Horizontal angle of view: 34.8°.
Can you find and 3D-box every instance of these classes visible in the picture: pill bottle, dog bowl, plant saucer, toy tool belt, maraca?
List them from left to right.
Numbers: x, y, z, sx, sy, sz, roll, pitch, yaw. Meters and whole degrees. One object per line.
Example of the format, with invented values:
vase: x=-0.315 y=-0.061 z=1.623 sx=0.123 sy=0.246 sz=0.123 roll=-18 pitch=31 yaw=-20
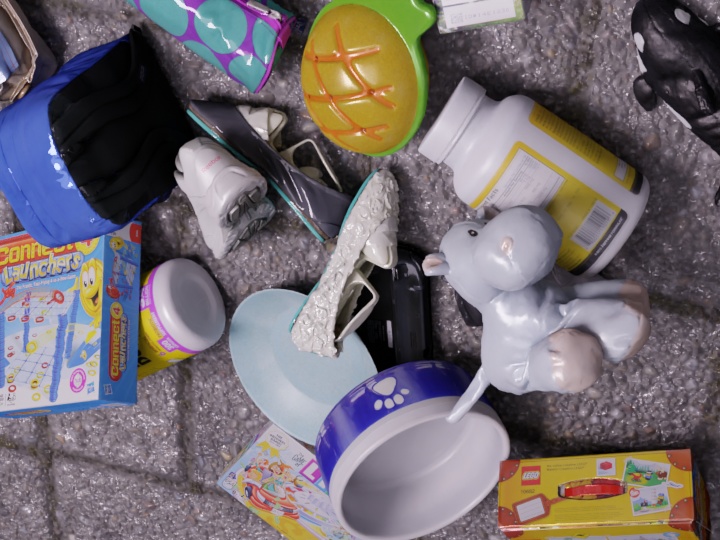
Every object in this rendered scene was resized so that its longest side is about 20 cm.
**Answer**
toy tool belt: x=-0.408 y=-0.239 z=1.144 sx=0.125 sy=0.123 sz=0.200 roll=-37 pitch=103 yaw=31
pill bottle: x=-0.254 y=0.069 z=1.288 sx=0.199 sy=0.105 sz=0.105 roll=-26 pitch=110 yaw=28
plant saucer: x=-0.054 y=0.101 z=1.266 sx=0.199 sy=0.039 sz=0.203 roll=18 pitch=127 yaw=25
maraca: x=0.008 y=-0.193 z=1.042 sx=0.136 sy=0.107 sz=0.201 roll=31 pitch=135 yaw=18
dog bowl: x=0.054 y=0.193 z=1.218 sx=0.198 sy=0.079 sz=0.202 roll=-14 pitch=134 yaw=-15
pill bottle: x=0.157 y=-0.090 z=1.059 sx=0.199 sy=0.112 sz=0.112 roll=33 pitch=124 yaw=-3

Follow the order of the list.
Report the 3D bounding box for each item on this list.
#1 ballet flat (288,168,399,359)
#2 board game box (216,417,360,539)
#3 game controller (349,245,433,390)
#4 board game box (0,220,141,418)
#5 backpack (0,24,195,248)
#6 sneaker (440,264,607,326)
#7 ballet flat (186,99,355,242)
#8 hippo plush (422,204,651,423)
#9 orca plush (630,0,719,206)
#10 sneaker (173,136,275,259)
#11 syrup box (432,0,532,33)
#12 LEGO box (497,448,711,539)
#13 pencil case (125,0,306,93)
ballet flat: x=0.000 y=0.000 z=1.152 sx=0.071 sy=0.072 sz=0.202 roll=28 pitch=97 yaw=0
board game box: x=-0.057 y=0.271 z=1.386 sx=0.199 sy=0.034 sz=0.135 roll=38 pitch=123 yaw=-6
game controller: x=0.027 y=0.062 z=1.241 sx=0.103 sy=0.042 sz=0.202 roll=13 pitch=123 yaw=27
board game box: x=-0.327 y=0.052 z=1.243 sx=0.198 sy=0.056 sz=0.198 roll=-10 pitch=74 yaw=33
backpack: x=-0.273 y=-0.112 z=1.130 sx=0.166 sy=0.201 sz=0.163 roll=-20 pitch=113 yaw=27
sneaker: x=0.174 y=0.032 z=1.151 sx=0.199 sy=0.076 sz=0.113 roll=28 pitch=158 yaw=-28
ballet flat: x=-0.082 y=-0.117 z=1.153 sx=0.200 sy=0.073 sz=0.073 roll=43 pitch=123 yaw=-3
hippo plush: x=0.149 y=0.015 z=1.007 sx=0.199 sy=0.159 sz=0.162 roll=-23 pitch=96 yaw=55
orca plush: x=0.294 y=-0.143 z=1.008 sx=0.104 sy=0.071 sz=0.202 roll=-11 pitch=115 yaw=23
sneaker: x=-0.142 y=-0.081 z=1.152 sx=0.100 sy=0.078 sz=0.200 roll=48 pitch=163 yaw=9
syrup box: x=0.089 y=-0.312 z=0.968 sx=0.078 sy=0.082 sz=0.202 roll=-6 pitch=117 yaw=18
LEGO box: x=0.260 y=0.256 z=1.213 sx=0.198 sy=0.078 sz=0.149 roll=-7 pitch=147 yaw=22
pencil case: x=-0.153 y=-0.257 z=1.076 sx=0.199 sy=0.085 sz=0.093 roll=35 pitch=140 yaw=-5
